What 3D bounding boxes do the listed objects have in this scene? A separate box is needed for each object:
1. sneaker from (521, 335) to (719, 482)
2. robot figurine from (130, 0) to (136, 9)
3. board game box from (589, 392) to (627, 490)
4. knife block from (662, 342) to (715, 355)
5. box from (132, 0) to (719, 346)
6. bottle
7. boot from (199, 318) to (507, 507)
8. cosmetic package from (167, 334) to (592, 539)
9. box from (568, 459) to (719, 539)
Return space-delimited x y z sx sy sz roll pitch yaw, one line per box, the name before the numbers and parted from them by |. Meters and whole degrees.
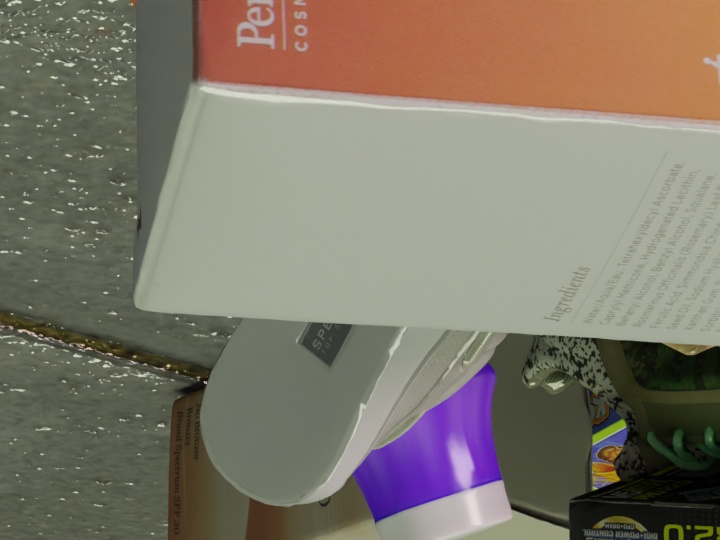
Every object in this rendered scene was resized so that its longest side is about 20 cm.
sneaker | 0.140 0.053 1.157 0.077 0.089 0.200 14 -166 -46
robot figurine | -0.020 -0.107 0.887 0.144 0.117 0.200 -19 152 5
board game box | 0.180 0.058 1.329 0.134 0.045 0.200 13 153 -26
knife block | 0.103 -0.016 0.869 0.064 0.200 0.176 25 145 14
box | 0.047 -0.073 0.715 0.200 0.152 0.106 3 151 -12
bottle | 0.000 0.000 1.018 0.065 0.200 0.084 -12 171 -45
boot | 0.024 -0.015 0.900 0.096 0.074 0.200 -32 162 -55
cosmetic package | 0.006 0.090 1.339 0.087 0.103 0.200 21 148 -39
box | 0.196 0.104 1.191 0.160 0.044 0.200 0 -176 26
